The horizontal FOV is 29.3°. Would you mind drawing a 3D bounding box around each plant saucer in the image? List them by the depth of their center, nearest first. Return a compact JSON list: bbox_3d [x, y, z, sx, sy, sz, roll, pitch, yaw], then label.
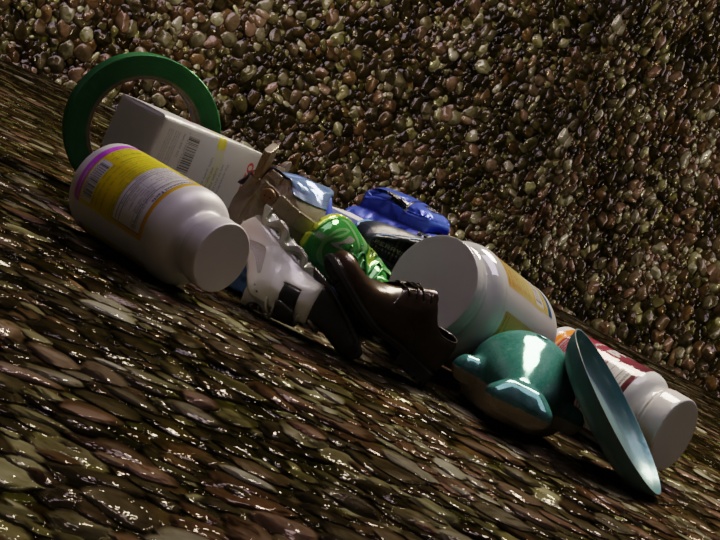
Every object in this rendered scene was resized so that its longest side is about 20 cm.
[{"bbox_3d":[0.274,0.160,1.519,0.201,0.027,0.200,56,16,-25],"label":"plant saucer"}]

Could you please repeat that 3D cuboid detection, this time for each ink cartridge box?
[{"bbox_3d":[-0.226,-0.110,1.674,0.083,0.146,0.200,27,5,35],"label":"ink cartridge box"}]

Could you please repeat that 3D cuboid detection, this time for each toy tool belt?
[{"bbox_3d":[-0.083,-0.084,1.670,0.124,0.124,0.200,16,4,22],"label":"toy tool belt"}]

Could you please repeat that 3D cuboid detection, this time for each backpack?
[{"bbox_3d":[0.067,-0.023,2.125,0.199,0.169,0.162,32,14,22],"label":"backpack"}]

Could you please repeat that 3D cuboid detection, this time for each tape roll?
[{"bbox_3d":[-0.282,-0.179,1.776,0.200,0.201,0.048,23,5,-22],"label":"tape roll"}]

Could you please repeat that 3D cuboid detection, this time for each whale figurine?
[{"bbox_3d":[0.179,0.122,1.509,0.158,0.104,0.200,26,3,6],"label":"whale figurine"}]

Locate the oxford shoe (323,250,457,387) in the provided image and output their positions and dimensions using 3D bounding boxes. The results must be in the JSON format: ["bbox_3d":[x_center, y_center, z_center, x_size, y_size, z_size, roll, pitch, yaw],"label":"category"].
[{"bbox_3d":[0.034,0.034,1.467,0.200,0.084,0.073,45,3,-36],"label":"oxford shoe"}]

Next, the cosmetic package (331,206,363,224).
[{"bbox_3d":[0.023,-0.003,1.991,0.199,0.113,0.081,29,7,24],"label":"cosmetic package"}]

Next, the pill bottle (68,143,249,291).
[{"bbox_3d":[-0.203,-0.051,1.406,0.200,0.105,0.104,30,7,38],"label":"pill bottle"}]

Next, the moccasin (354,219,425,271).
[{"bbox_3d":[0.077,-0.002,1.740,0.199,0.081,0.068,16,10,-21],"label":"moccasin"}]

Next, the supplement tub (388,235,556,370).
[{"bbox_3d":[0.134,0.051,1.654,0.144,0.145,0.200,30,-3,40],"label":"supplement tub"}]

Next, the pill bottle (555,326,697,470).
[{"bbox_3d":[0.309,0.159,1.710,0.200,0.115,0.114,30,7,39],"label":"pill bottle"}]

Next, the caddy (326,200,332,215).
[{"bbox_3d":[-0.118,-0.064,1.943,0.141,0.106,0.200,-9,22,-26],"label":"caddy"}]

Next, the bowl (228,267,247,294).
[{"bbox_3d":[-0.123,0.002,1.631,0.200,0.040,0.201,26,5,-3],"label":"bowl"}]

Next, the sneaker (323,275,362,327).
[{"bbox_3d":[0.022,0.029,1.792,0.199,0.084,0.121,32,9,-12],"label":"sneaker"}]

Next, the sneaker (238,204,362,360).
[{"bbox_3d":[-0.077,0.031,1.472,0.200,0.088,0.074,51,-12,21],"label":"sneaker"}]

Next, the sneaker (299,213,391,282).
[{"bbox_3d":[0.000,0.000,1.639,0.084,0.074,0.200,39,-3,42],"label":"sneaker"}]
